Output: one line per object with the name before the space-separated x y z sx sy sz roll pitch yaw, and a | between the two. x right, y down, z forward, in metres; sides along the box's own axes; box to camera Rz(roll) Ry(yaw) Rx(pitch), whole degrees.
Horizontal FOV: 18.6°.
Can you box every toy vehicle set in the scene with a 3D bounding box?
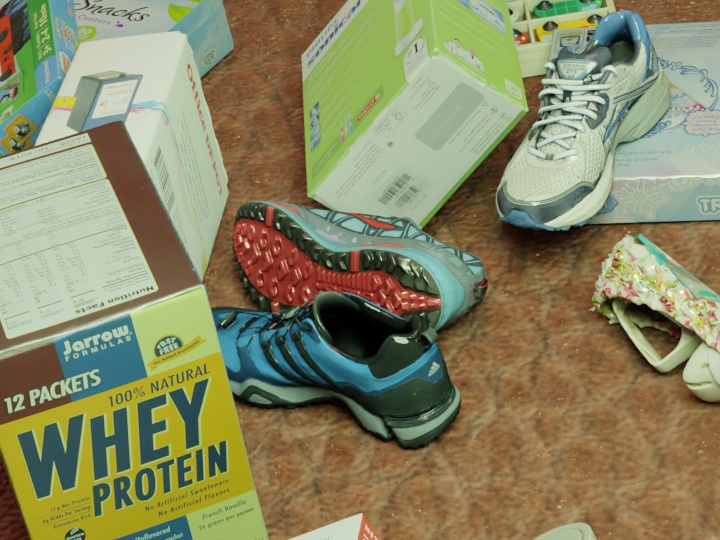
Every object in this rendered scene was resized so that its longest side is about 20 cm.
toy vehicle set | 0.101 -0.191 1.729 0.199 0.027 0.124 -9 35 3

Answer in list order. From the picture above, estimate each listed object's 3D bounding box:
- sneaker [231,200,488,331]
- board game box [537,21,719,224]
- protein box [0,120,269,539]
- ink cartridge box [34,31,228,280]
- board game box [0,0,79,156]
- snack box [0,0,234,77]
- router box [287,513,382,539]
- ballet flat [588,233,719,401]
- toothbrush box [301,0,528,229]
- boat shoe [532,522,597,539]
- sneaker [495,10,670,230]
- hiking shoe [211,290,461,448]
sneaker | 0.000 0.000 1.473 0.200 0.080 0.095 21 24 38
board game box | 0.227 -0.108 1.565 0.199 0.043 0.199 -1 37 14
protein box | -0.160 0.056 1.311 0.135 0.199 0.200 -18 36 -9
ink cartridge box | -0.158 -0.050 1.503 0.087 0.146 0.200 -3 37 13
board game box | -0.292 -0.116 1.641 0.200 0.037 0.151 -38 36 16
snack box | -0.231 -0.177 1.767 0.200 0.068 0.169 16 44 31
router box | -0.081 0.229 1.115 0.200 0.049 0.180 -23 29 26
ballet flat | 0.213 0.044 1.355 0.064 0.076 0.200 -50 38 0
toothbrush box | 0.034 -0.134 1.556 0.146 0.086 0.200 -48 26 25
boat shoe | 0.090 0.211 1.136 0.075 0.062 0.200 -24 18 28
sneaker | 0.143 -0.106 1.479 0.077 0.085 0.200 11 44 27
hiking shoe | -0.026 0.042 1.389 0.199 0.087 0.074 12 41 29
